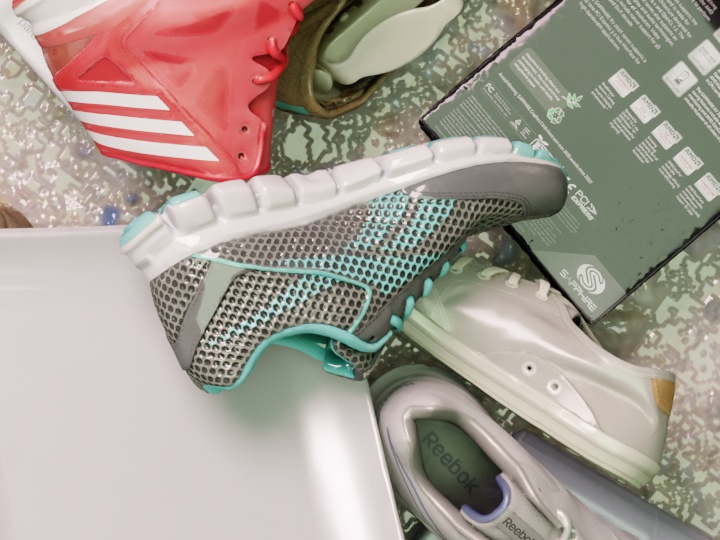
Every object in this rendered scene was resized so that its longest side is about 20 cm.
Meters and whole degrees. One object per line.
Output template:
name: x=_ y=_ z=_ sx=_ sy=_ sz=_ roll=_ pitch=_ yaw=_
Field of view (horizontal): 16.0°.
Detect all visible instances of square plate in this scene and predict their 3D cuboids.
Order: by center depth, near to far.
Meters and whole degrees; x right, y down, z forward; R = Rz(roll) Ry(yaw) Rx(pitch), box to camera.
square plate: x=-0.084 y=0.075 z=1.066 sx=0.198 sy=0.028 sz=0.201 roll=-3 pitch=68 yaw=-26

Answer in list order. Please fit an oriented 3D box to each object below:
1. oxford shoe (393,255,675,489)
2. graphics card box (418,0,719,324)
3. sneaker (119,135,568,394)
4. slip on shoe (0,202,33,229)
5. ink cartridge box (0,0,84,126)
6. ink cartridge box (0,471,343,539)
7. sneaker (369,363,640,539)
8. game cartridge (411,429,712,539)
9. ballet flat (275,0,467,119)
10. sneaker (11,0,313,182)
oxford shoe: x=0.058 y=0.024 z=1.142 sx=0.200 sy=0.075 sz=0.058 roll=32 pitch=90 yaw=20
graphics card box: x=0.139 y=-0.085 z=1.164 sx=0.200 sy=0.051 sz=0.126 roll=-41 pitch=92 yaw=0
sneaker: x=0.000 y=0.000 z=1.087 sx=0.199 sy=0.078 sz=0.092 roll=-14 pitch=85 yaw=-18
slip on shoe: x=-0.240 y=-0.012 z=1.138 sx=0.199 sy=0.061 sz=0.076 roll=8 pitch=71 yaw=14
ink cartridge box: x=-0.089 y=-0.177 z=1.143 sx=0.200 sy=0.085 sz=0.145 roll=-42 pitch=92 yaw=-1
ink cartridge box: x=-0.100 y=0.162 z=1.108 sx=0.199 sy=0.087 sz=0.146 roll=6 pitch=84 yaw=-21
sneaker: x=0.075 y=0.124 z=1.117 sx=0.200 sy=0.087 sz=0.075 roll=40 pitch=89 yaw=-2
game cartridge: x=0.065 y=0.182 z=1.179 sx=0.133 sy=0.041 sz=0.200 roll=30 pitch=91 yaw=3
ballet flat: x=0.035 y=-0.139 z=1.146 sx=0.200 sy=0.072 sz=0.068 roll=-42 pitch=124 yaw=1
sneaker: x=-0.035 y=-0.109 z=1.079 sx=0.199 sy=0.078 sz=0.116 roll=-23 pitch=104 yaw=11
